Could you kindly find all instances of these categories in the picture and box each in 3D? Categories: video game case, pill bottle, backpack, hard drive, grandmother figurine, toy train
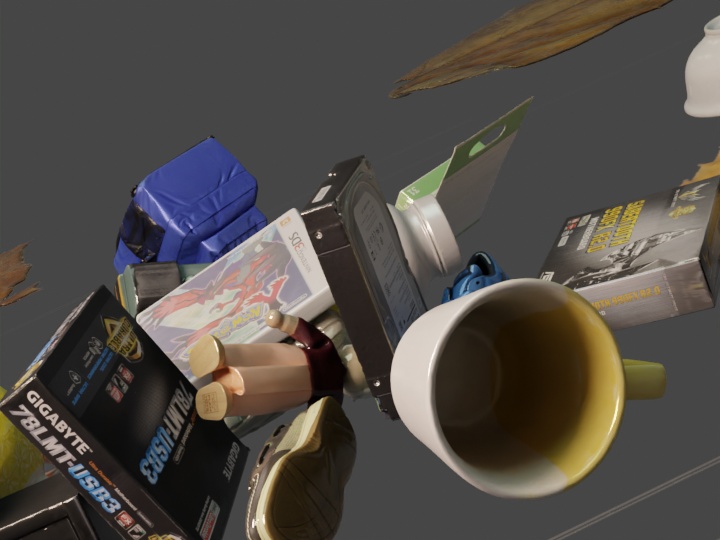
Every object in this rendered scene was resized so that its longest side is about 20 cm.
[{"bbox_3d":[-0.120,0.034,1.365,0.199,0.023,0.182,-35,29,1],"label":"video game case"},{"bbox_3d":[0.000,0.000,1.461,0.199,0.113,0.112,-25,16,-3],"label":"pill bottle"},{"bbox_3d":[-0.222,-0.034,1.807,0.162,0.168,0.200,-31,-15,-39],"label":"backpack"},{"bbox_3d":[0.014,0.013,1.240,0.038,0.202,0.140,-15,16,18],"label":"hard drive"},{"bbox_3d":[-0.052,0.093,1.234,0.199,0.123,0.060,-4,-2,-42],"label":"grandmother figurine"},{"bbox_3d":[-0.175,0.034,1.527,0.198,0.086,0.114,-3,-24,-22],"label":"toy train"}]

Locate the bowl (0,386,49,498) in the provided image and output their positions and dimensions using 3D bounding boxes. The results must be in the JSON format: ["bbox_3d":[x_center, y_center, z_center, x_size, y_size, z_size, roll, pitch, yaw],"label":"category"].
[{"bbox_3d":[-0.328,0.201,1.240,0.107,0.202,0.200,21,23,2],"label":"bowl"}]

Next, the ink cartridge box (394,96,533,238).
[{"bbox_3d":[0.103,-0.102,1.556,0.145,0.048,0.201,-35,-25,-38],"label":"ink cartridge box"}]

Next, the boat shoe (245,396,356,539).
[{"bbox_3d":[-0.052,0.168,1.090,0.064,0.074,0.200,-29,9,22],"label":"boat shoe"}]

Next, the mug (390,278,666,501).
[{"bbox_3d":[0.107,0.091,1.038,0.150,0.186,0.153,-60,15,-9],"label":"mug"}]

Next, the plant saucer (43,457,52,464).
[{"bbox_3d":[-0.265,0.150,1.496,0.199,0.035,0.200,-21,16,6],"label":"plant saucer"}]

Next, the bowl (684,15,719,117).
[{"bbox_3d":[0.471,-0.265,1.698,0.199,0.091,0.201,-21,16,6],"label":"bowl"}]

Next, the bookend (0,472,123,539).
[{"bbox_3d":[-0.286,0.193,1.080,0.198,0.200,0.092,-23,14,-1],"label":"bookend"}]

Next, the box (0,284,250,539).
[{"bbox_3d":[-0.180,0.128,1.141,0.050,0.199,0.200,-39,11,16],"label":"box"}]

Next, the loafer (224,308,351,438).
[{"bbox_3d":[-0.089,0.113,1.324,0.199,0.070,0.070,-34,56,-1],"label":"loafer"}]

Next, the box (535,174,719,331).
[{"bbox_3d":[0.245,-0.011,1.268,0.157,0.049,0.200,-16,18,26],"label":"box"}]

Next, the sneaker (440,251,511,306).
[{"bbox_3d":[0.088,0.048,1.249,0.065,0.079,0.200,-13,20,26],"label":"sneaker"}]
